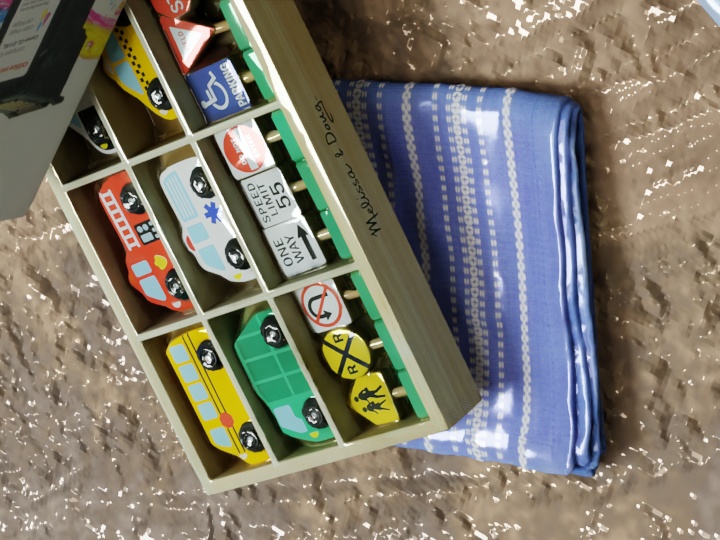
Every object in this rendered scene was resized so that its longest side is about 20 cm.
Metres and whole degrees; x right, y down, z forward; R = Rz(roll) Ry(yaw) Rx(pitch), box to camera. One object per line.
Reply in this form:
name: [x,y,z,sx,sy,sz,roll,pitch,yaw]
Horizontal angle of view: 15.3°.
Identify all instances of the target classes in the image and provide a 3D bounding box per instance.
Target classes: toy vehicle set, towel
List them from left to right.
toy vehicle set: [-0.049,-0.021,0.984,0.124,0.027,0.200,-19,100,39]
towel: [0.000,0.000,0.999,0.200,0.024,0.145,6,109,33]

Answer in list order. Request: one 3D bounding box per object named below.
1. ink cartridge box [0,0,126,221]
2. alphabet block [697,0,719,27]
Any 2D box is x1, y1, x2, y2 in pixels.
ink cartridge box: [-0.154,-0.133,0.943,0.146,0.083,0.200,41,119,23]
alphabet block: [0.188,-0.131,0.686,0.196,0.200,0.195,-43,79,24]
